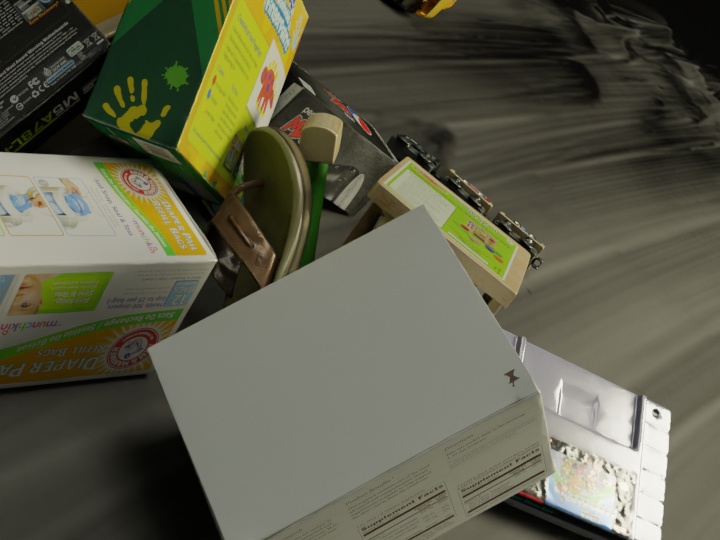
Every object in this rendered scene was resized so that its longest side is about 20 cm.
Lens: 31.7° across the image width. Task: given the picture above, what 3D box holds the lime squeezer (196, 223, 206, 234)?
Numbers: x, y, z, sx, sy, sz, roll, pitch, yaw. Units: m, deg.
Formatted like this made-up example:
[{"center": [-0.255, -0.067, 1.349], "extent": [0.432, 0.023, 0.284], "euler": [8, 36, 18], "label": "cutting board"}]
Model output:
[{"center": [-0.154, -0.031, 0.963], "extent": [0.197, 0.038, 0.071], "euler": [5, 27, -21], "label": "lime squeezer"}]

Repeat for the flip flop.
[{"center": [-0.083, -0.007, 0.892], "extent": [0.057, 0.081, 0.203], "euler": [18, 78, -32], "label": "flip flop"}]

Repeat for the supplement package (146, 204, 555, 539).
[{"center": [-0.005, 0.086, 0.784], "extent": [0.157, 0.198, 0.111], "euler": [60, -6, 35], "label": "supplement package"}]

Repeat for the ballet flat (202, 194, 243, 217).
[{"center": [-0.113, -0.082, 1.060], "extent": [0.199, 0.070, 0.069], "euler": [39, 31, 6], "label": "ballet flat"}]

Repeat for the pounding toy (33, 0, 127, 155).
[{"center": [-0.227, -0.217, 0.958], "extent": [0.198, 0.143, 0.185], "euler": [-29, 64, -18], "label": "pounding toy"}]

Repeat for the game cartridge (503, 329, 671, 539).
[{"center": [0.164, 0.137, 1.010], "extent": [0.198, 0.038, 0.131], "euler": [25, 55, -22], "label": "game cartridge"}]

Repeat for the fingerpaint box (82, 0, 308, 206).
[{"center": [-0.109, -0.150, 0.899], "extent": [0.072, 0.169, 0.200], "euler": [20, -6, 8], "label": "fingerpaint box"}]

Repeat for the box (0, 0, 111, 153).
[{"center": [-0.293, -0.142, 0.851], "extent": [0.193, 0.200, 0.048], "euler": [45, -11, 19], "label": "box"}]

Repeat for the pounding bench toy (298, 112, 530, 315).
[{"center": [0.000, 0.000, 0.954], "extent": [0.199, 0.157, 0.124], "euler": [38, 18, 1], "label": "pounding bench toy"}]

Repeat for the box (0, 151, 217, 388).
[{"center": [-0.208, 0.000, 0.800], "extent": [0.198, 0.113, 0.102], "euler": [-3, 46, -47], "label": "box"}]

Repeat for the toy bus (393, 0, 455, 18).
[{"center": [0.087, -0.418, 1.654], "extent": [0.201, 0.136, 0.191], "euler": [51, 18, 19], "label": "toy bus"}]

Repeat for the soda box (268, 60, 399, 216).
[{"center": [-0.041, -0.118, 1.098], "extent": [0.064, 0.071, 0.200], "euler": [54, 12, 29], "label": "soda box"}]

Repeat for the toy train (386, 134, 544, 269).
[{"center": [0.106, -0.070, 1.284], "extent": [0.199, 0.034, 0.046], "euler": [41, 19, 9], "label": "toy train"}]
